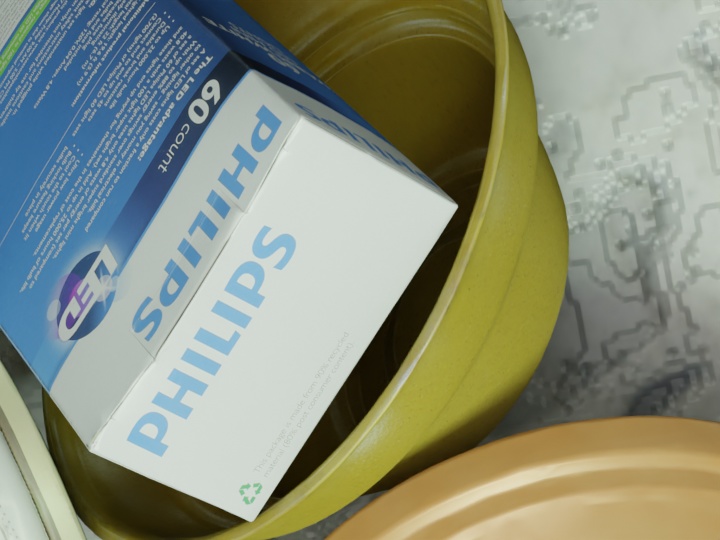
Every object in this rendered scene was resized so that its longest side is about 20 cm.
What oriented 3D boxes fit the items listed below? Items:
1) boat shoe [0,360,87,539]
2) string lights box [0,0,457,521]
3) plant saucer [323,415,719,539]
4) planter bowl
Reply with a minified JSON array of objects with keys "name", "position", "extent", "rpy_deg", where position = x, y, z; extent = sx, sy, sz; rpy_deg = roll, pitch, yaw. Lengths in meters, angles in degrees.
[{"name":"boat shoe","position":[-0.132,0.036,0.814],"extent":[0.068,0.075,0.201],"rpy_deg":[-28,100,-12]},{"name":"string lights box","position":[-0.063,-0.027,0.823],"extent":[0.059,0.200,0.103],"rpy_deg":[28,101,-35]},{"name":"plant saucer","position":[0.064,0.128,0.840],"extent":[0.199,0.038,0.201],"rpy_deg":[-7,129,-8]},{"name":"planter bowl","position":[0.000,0.000,0.850],"extent":[0.083,0.200,0.201],"rpy_deg":[27,99,-34]}]
